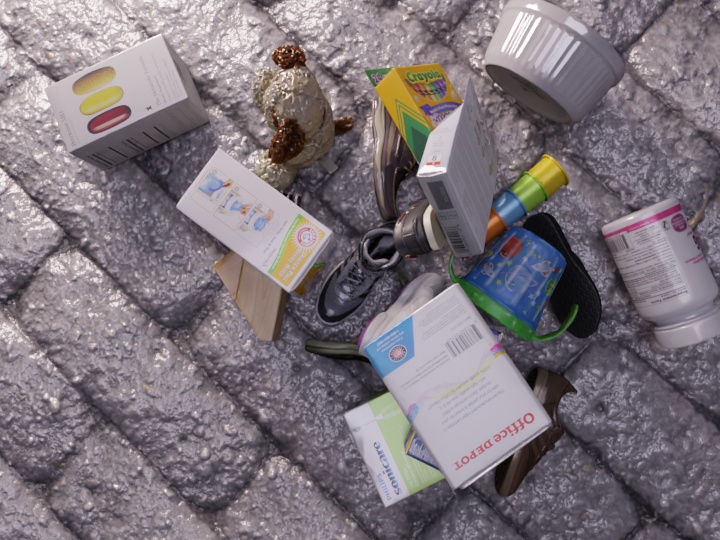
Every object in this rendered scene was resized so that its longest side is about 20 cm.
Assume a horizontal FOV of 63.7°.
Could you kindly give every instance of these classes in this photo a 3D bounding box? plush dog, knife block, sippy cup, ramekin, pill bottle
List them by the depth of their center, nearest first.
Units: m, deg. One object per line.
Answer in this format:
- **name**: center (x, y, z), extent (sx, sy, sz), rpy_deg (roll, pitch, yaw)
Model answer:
- **sippy cup**: center (0.227, 0.012, 0.850), extent (0.177, 0.140, 0.131), rpy_deg (34, 95, -28)
- **ramekin**: center (0.273, -0.299, 0.851), extent (0.201, 0.202, 0.095), rpy_deg (35, 101, 4)
- **pill bottle**: center (0.451, 0.005, 0.858), extent (0.112, 0.113, 0.202), rpy_deg (-23, 86, 1)
- **plush dog**: center (-0.092, -0.232, 0.867), extent (0.158, 0.172, 0.203), rpy_deg (-4, 85, 2)
- **knife block**: center (-0.130, -0.015, 0.909), extent (0.175, 0.064, 0.201), rpy_deg (-34, 85, 1)

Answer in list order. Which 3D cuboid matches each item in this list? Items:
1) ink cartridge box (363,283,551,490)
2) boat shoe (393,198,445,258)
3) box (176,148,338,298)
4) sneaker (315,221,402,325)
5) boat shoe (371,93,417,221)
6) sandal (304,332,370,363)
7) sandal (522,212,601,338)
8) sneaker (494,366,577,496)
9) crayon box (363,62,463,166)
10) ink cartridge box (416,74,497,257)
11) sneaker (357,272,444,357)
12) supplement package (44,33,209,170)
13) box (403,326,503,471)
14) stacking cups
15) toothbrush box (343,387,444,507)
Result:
- **ink cartridge box**: center (0.118, 0.142, 0.724), extent (0.144, 0.085, 0.201), rpy_deg (-34, 80, 1)
- **boat shoe**: center (0.099, -0.070, 0.846), extent (0.062, 0.201, 0.075), rpy_deg (-14, 102, 24)
- **box**: center (-0.140, -0.061, 0.824), extent (0.199, 0.113, 0.102), rpy_deg (36, 85, 6)
- **sneaker**: center (0.000, 0.000, 0.877), extent (0.075, 0.114, 0.200), rpy_deg (42, 89, 5)
- **boat shoe**: center (0.055, -0.179, 0.908), extent (0.072, 0.074, 0.203), rpy_deg (-2, 87, 3)
- **sandal**: center (0.013, 0.111, 0.891), extent (0.198, 0.080, 0.058), rpy_deg (6, 73, 3)
- **sandal**: center (0.318, 0.003, 0.890), extent (0.048, 0.075, 0.203), rpy_deg (-10, 75, -43)
- **sneaker**: center (0.266, 0.251, 0.871), extent (0.075, 0.070, 0.202), rpy_deg (20, 88, 3)
- **crayon box**: center (0.105, -0.242, 0.885), extent (0.051, 0.125, 0.201), rpy_deg (-35, 83, 45)
- **ink cartridge box**: center (0.143, -0.148, 0.816), extent (0.050, 0.163, 0.202), rpy_deg (-6, 49, 27)
- **sneaker**: center (0.081, 0.080, 0.852), extent (0.099, 0.075, 0.200), rpy_deg (32, 48, 18)
- **supplement package**: center (-0.362, -0.259, 0.913), extent (0.198, 0.110, 0.115), rpy_deg (-25, 85, 1)
- **box**: center (0.127, 0.166, 0.798), extent (0.064, 0.070, 0.202), rpy_deg (24, 85, 5)
- **stacking cups**: center (0.230, -0.091, 0.901), extent (0.200, 0.061, 0.061), rpy_deg (-42, 85, 1)
- **toothbrush box**: center (0.094, 0.234, 0.871), extent (0.198, 0.086, 0.147), rpy_deg (-27, 83, -1)
